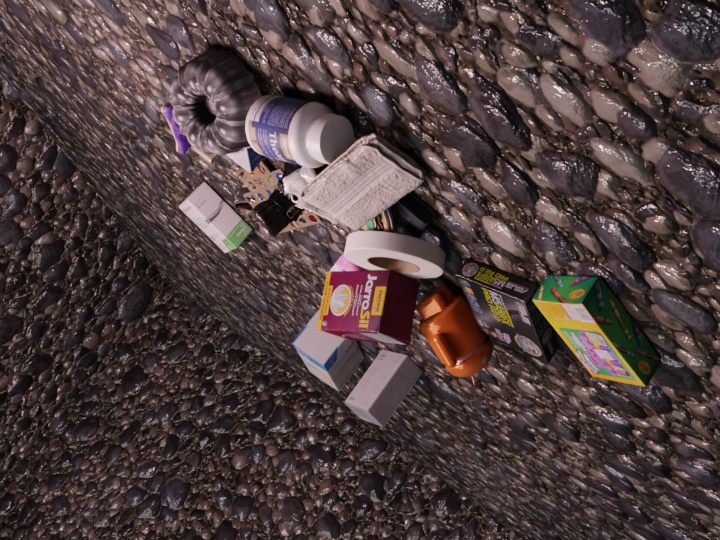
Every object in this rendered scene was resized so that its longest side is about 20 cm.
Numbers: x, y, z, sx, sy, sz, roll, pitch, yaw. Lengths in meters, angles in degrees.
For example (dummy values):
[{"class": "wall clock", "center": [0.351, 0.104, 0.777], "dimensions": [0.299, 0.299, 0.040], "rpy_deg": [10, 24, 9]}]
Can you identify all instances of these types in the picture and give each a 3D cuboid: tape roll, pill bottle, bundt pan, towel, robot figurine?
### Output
[{"class": "tape roll", "center": [0.067, -0.028, 1.464], "dimensions": [0.198, 0.038, 0.203], "rpy_deg": [11, 167, 3]}, {"class": "pill bottle", "center": [-0.106, -0.244, 1.340], "dimensions": [0.198, 0.112, 0.112], "rpy_deg": [21, 154, 43]}, {"class": "bundt pan", "center": [-0.284, -0.312, 1.443], "dimensions": [0.198, 0.076, 0.206], "rpy_deg": [14, 120, 25]}, {"class": "towel", "center": [0.004, -0.144, 1.287], "dimensions": [0.131, 0.035, 0.199], "rpy_deg": [29, 137, -27]}, {"class": "robot figurine", "center": [0.199, 0.132, 1.568], "dimensions": [0.202, 0.115, 0.144], "rpy_deg": [56, 177, -4]}]

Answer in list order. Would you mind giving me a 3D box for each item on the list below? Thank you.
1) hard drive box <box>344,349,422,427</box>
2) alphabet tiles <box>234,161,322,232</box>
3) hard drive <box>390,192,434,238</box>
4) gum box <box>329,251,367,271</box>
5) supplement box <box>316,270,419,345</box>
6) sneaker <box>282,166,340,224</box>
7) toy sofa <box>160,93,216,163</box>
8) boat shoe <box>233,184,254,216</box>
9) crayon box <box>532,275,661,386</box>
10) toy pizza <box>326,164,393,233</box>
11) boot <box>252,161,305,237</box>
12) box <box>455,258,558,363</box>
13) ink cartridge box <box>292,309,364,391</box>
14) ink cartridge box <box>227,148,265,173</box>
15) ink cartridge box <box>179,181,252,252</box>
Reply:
[{"class": "hard drive box", "center": [0.065, 0.340, 2.211], "dimensions": [0.077, 0.201, 0.155], "rpy_deg": [45, 162, -21]}, {"class": "alphabet tiles", "center": [-0.204, -0.171, 1.785], "dimensions": [0.165, 0.008, 0.201], "rpy_deg": [-10, 130, 41]}, {"class": "hard drive", "center": [0.060, -0.107, 1.453], "dimensions": [0.139, 0.033, 0.200], "rpy_deg": [40, 162, 4]}, {"class": "gum box", "center": [0.000, 0.000, 1.764], "dimensions": [0.113, 0.066, 0.200], "rpy_deg": [41, 162, -1]}, {"class": "supplement box", "center": [0.014, 0.077, 1.589], "dimensions": [0.197, 0.134, 0.102], "rpy_deg": [-2, 162, 46]}, {"class": "sneaker", "center": [-0.088, -0.145, 1.484], "dimensions": [0.200, 0.080, 0.076], "rpy_deg": [50, -163, -59]}, {"class": "toy sofa", "center": [-0.372, -0.325, 1.714], "dimensions": [0.082, 0.098, 0.201], "rpy_deg": [35, 161, 13]}, {"class": "boat shoe", "center": [-0.235, -0.154, 1.888], "dimensions": [0.197, 0.068, 0.072], "rpy_deg": [24, 155, 34]}, {"class": "crayon box", "center": [0.384, 0.097, 1.232], "dimensions": [0.200, 0.059, 0.118], "rpy_deg": [48, 161, -21]}, {"class": "toy pizza", "center": [-0.009, -0.137, 1.422], "dimensions": [0.201, 0.031, 0.201], "rpy_deg": [48, 162, 20]}, {"class": "boot", "center": [-0.155, -0.164, 1.523], "dimensions": [0.080, 0.156, 0.212], "rpy_deg": [55, 174, 34]}, {"class": "box", "center": [0.277, 0.076, 1.423], "dimensions": [0.159, 0.044, 0.201], "rpy_deg": [25, 156, 41]}, {"class": "ink cartridge box", "center": [-0.100, 0.260, 2.444], "dimensions": [0.143, 0.148, 0.201], "rpy_deg": [29, 159, 29]}, {"class": "ink cartridge box", "center": [-0.265, -0.297, 1.594], "dimensions": [0.135, 0.077, 0.201], "rpy_deg": [36, 160, 11]}, {"class": "ink cartridge box", "center": [-0.430, -0.156, 2.243], "dimensions": [0.200, 0.084, 0.145], "rpy_deg": [46, 161, -15]}]
